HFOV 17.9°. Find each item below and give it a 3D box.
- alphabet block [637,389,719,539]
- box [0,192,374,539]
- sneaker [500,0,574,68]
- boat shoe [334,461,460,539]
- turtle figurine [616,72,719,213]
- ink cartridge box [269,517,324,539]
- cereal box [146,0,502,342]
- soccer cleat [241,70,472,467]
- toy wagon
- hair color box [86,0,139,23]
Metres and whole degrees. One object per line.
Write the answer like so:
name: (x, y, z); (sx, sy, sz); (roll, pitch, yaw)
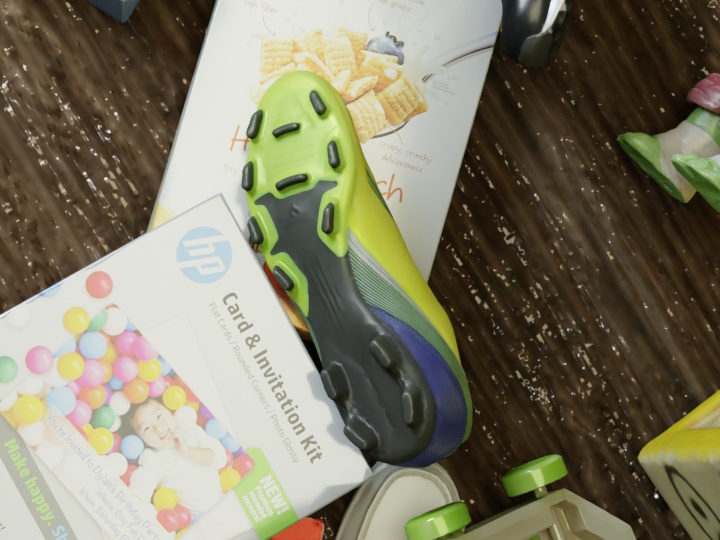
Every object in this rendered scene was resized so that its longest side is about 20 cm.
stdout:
alphabet block: (0.282, 0.114, 1.097); (0.196, 0.195, 0.201); (-35, 91, -10)
box: (-0.116, 0.080, 1.086); (0.199, 0.041, 0.157); (-29, 92, -10)
sneaker: (0.070, -0.191, 1.144); (0.089, 0.070, 0.202); (10, 63, -1)
boat shoe: (0.013, 0.189, 1.116); (0.070, 0.069, 0.202); (12, 83, -4)
turtle figurine: (0.206, -0.133, 1.135); (0.144, 0.200, 0.194); (38, 85, 32)
ink cartridge box: (-0.108, 0.207, 1.110); (0.161, 0.050, 0.202); (12, 87, -6)
cereal box: (-0.019, -0.068, 1.149); (0.143, 0.040, 0.202); (16, 83, -7)
soccer cleat: (-0.001, 0.001, 1.102); (0.064, 0.084, 0.202); (-27, 75, 25)
toy wagon: (0.068, 0.185, 1.095); (0.199, 0.039, 0.156); (-20, 87, -38)
hair color box: (-0.107, -0.237, 1.143); (0.099, 0.061, 0.201); (31, 81, -3)
